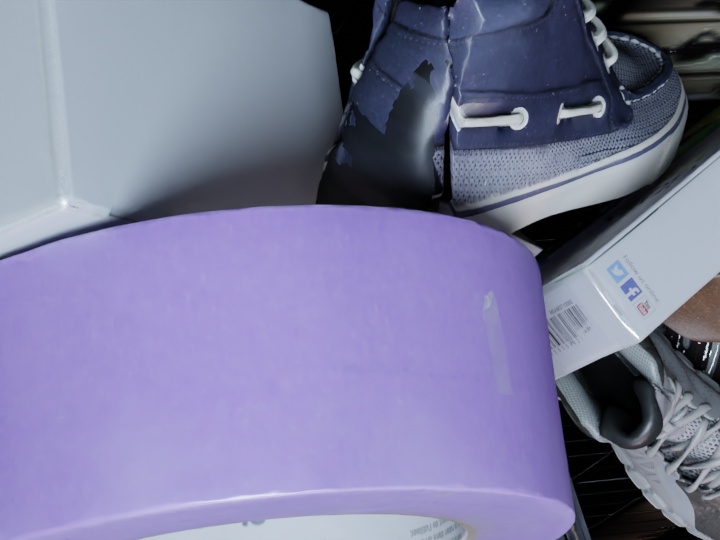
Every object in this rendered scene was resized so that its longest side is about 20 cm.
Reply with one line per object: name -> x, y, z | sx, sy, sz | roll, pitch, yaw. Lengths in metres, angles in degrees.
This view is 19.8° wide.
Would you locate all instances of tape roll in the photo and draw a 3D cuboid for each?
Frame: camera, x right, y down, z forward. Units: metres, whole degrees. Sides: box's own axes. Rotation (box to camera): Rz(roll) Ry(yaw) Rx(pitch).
tape roll -> -0.036, 0.052, 0.654 | 0.199, 0.085, 0.200 | -7, 162, -2

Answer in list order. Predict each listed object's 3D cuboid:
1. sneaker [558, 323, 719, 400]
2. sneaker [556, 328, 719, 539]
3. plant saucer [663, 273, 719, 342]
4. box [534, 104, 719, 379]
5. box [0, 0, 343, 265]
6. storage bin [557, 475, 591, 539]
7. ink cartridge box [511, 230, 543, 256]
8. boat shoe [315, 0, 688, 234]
sneaker -> 0.195, 0.054, 1.123 | 0.200, 0.076, 0.115 | 17, -176, 18
sneaker -> 0.149, 0.082, 1.001 | 0.075, 0.200, 0.116 | -46, -176, 12
plant saucer -> 0.226, 0.008, 0.991 | 0.200, 0.037, 0.200 | -7, -179, 0
box -> 0.119, -0.022, 0.773 | 0.200, 0.036, 0.144 | -36, -179, -30
box -> -0.124, -0.026, 0.692 | 0.200, 0.107, 0.152 | -19, 159, 31
storage bin -> -0.014, 0.127, 0.844 | 0.199, 0.094, 0.135 | -6, 125, 21
ink cartridge box -> 0.000, 0.000, 0.865 | 0.094, 0.044, 0.200 | -55, 149, 7
boat shoe -> 0.064, -0.074, 0.699 | 0.075, 0.093, 0.200 | 25, -151, 23
